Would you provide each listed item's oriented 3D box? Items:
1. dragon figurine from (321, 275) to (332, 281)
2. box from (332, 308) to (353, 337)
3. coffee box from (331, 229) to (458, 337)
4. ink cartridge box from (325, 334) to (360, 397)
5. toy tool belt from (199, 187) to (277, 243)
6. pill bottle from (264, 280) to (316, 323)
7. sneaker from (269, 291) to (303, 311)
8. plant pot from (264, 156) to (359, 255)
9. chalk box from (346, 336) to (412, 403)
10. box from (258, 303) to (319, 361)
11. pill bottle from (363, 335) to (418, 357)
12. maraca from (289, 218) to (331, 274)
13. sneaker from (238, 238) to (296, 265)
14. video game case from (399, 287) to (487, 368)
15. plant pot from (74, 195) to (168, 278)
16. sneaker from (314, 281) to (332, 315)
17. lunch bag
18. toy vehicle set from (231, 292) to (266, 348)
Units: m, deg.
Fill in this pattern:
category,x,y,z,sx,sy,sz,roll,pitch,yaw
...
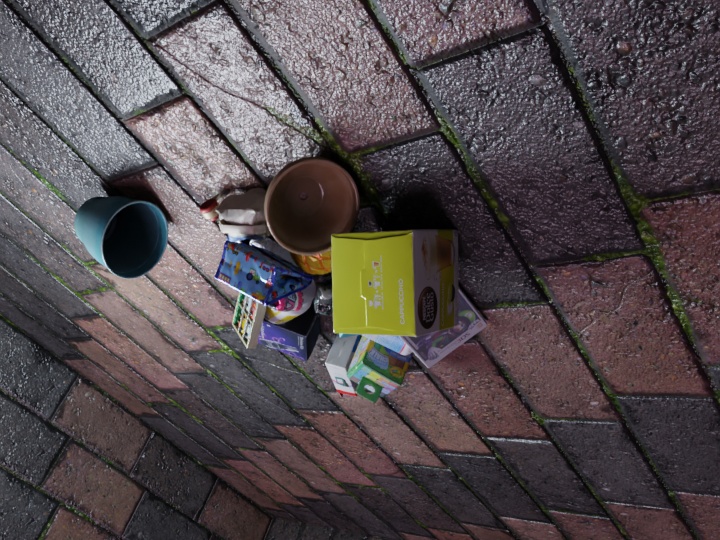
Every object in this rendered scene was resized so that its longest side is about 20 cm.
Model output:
category,x,y,z,sx,sy,sz,roll,pitch,yaw
dragon figurine,0.000,0.000,1.640,0.196,0.060,0.100,11,145,20
box,0.039,0.100,1.643,0.196,0.084,0.049,-6,156,-23
coffee box,0.072,0.021,1.421,0.196,0.205,0.196,0,-178,33
ink cartridge box,-0.032,0.277,2.000,0.066,0.118,0.202,9,145,21
toy tool belt,-0.274,-0.108,1.612,0.196,0.126,0.124,0,132,35
pill bottle,-0.184,0.067,1.784,0.110,0.113,0.199,33,156,-14
sneaker,-0.226,0.037,1.666,0.197,0.074,0.082,24,108,33
plant pot,-0.108,-0.142,1.440,0.201,0.200,0.093,46,-179,-31
chalk box,0.051,0.240,1.814,0.123,0.203,0.124,29,148,-9
box,-0.218,0.147,1.950,0.196,0.106,0.149,19,147,10
pill bottle,0.088,0.142,1.736,0.197,0.110,0.109,26,148,-2
maraca,-0.086,-0.056,1.573,0.137,0.108,0.198,41,144,-22
sneaker,-0.232,-0.045,1.723,0.196,0.075,0.088,10,140,20
video game case,0.177,0.117,1.623,0.181,0.023,0.200,-37,122,9
plant pot,-0.634,-0.104,1.808,0.185,0.201,0.202,21,151,34
sneaker,-0.077,0.073,1.699,0.074,0.081,0.200,17,180,2
lunch bag,-0.209,0.001,1.592,0.148,0.096,0.199,26,-167,21
toy vehicle set,-0.281,0.081,1.803,0.026,0.204,0.124,4,-157,-33
